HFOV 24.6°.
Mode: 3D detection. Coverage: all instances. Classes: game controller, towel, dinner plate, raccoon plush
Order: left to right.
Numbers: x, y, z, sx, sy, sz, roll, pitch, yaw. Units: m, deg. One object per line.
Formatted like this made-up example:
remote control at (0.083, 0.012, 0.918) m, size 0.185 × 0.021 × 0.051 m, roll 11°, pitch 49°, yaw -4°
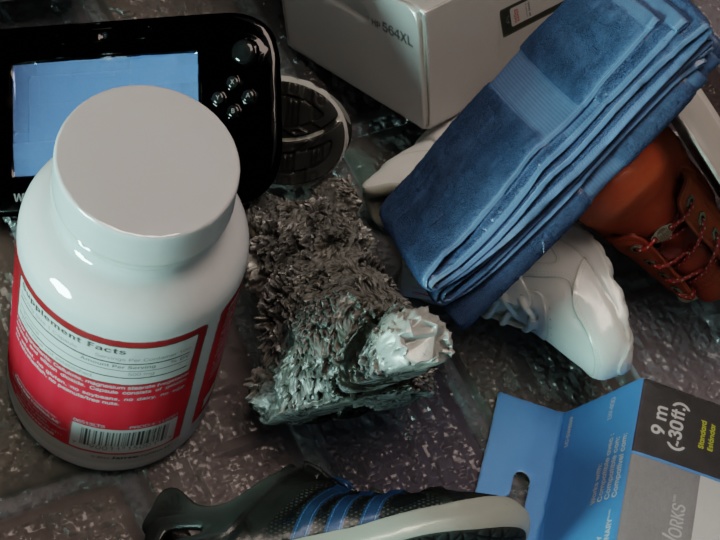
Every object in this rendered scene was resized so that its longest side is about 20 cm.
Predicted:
game controller at (-0.139, -0.085, 0.914) m, size 0.197 × 0.042 × 0.106 m, roll -3°, pitch 77°, yaw 12°
raccoon plush at (0.000, 0.000, 0.856) m, size 0.096 × 0.199 × 0.136 m, roll -3°, pitch 77°, yaw -31°
towel at (0.092, -0.073, 0.861) m, size 0.048 × 0.200 × 0.112 m, roll 35°, pitch 14°, yaw -32°
dinner plate at (0.200, -0.075, 0.953) m, size 0.024 × 0.200 × 0.202 m, roll -32°, pitch 64°, yaw 12°

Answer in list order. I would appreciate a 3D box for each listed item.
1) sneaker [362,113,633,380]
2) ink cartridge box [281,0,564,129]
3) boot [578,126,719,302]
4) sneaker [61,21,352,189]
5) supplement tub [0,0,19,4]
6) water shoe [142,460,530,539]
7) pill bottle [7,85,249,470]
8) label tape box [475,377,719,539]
sneaker at (0.073, 0.002, 0.946) m, size 0.099 × 0.078 × 0.200 m, roll -30°, pitch 54°, yaw -19°
ink cartridge box at (0.066, -0.185, 1.031) m, size 0.199 × 0.085 × 0.146 m, roll -29°, pitch 43°, yaw -27°
boot at (0.174, -0.032, 0.942) m, size 0.108 × 0.075 × 0.200 m, roll 57°, pitch 19°, yaw 13°
sneaker at (-0.098, -0.095, 0.973) m, size 0.198 × 0.075 × 0.079 m, roll 17°, pitch 12°, yaw 9°
supplement tub at (-0.264, -0.205, 0.971) m, size 0.198 × 0.107 × 0.108 m, roll -12°, pitch 60°, yaw -21°
water shoe at (-0.012, 0.126, 0.835) m, size 0.197 × 0.072 × 0.079 m, roll -7°, pitch 49°, yaw -15°
pill bottle at (-0.115, 0.006, 0.811) m, size 0.111 × 0.201 × 0.113 m, roll 7°, pitch 55°, yaw -10°
label tape box at (0.161, 0.140, 0.879) m, size 0.198 × 0.064 × 0.145 m, roll 19°, pitch 54°, yaw -2°
